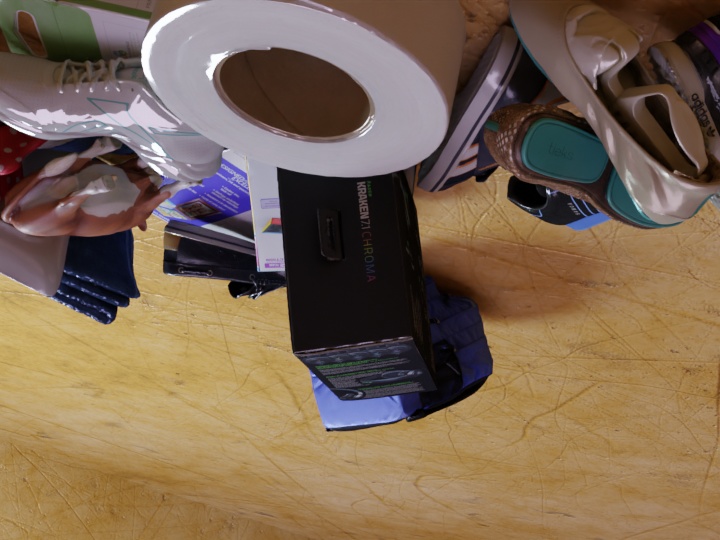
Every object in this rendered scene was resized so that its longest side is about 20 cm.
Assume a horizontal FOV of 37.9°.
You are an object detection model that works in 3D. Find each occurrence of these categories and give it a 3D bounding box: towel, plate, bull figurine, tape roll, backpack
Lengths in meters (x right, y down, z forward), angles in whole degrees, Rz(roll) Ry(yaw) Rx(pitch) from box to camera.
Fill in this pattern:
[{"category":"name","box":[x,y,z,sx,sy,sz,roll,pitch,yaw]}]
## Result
[{"category":"towel","box":[-0.275,-0.046,1.036,0.111,0.200,0.049,29,122,-34]},{"category":"plate","box":[-0.333,-0.098,0.929,0.200,0.200,0.032,32,128,-28]},{"category":"bull figurine","box":[-0.218,-0.070,0.920,0.121,0.065,0.200,-29,177,28]},{"category":"tape roll","box":[-0.035,-0.139,0.673,0.201,0.071,0.203,11,158,5]},{"category":"backpack","box":[0.059,0.091,1.244,0.162,0.169,0.200,-8,-176,45]}]

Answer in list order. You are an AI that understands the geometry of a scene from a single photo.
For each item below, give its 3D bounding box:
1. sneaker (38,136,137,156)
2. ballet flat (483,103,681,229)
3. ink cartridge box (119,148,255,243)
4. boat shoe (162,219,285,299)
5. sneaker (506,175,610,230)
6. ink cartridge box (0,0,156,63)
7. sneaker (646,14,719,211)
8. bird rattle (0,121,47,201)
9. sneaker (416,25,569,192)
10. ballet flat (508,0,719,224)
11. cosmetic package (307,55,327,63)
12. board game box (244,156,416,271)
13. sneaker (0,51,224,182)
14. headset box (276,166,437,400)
[{"category":"sneaker","box":[-0.209,-0.148,0.932,0.199,0.079,0.089,-7,172,29]},{"category":"ballet flat","box":[0.170,-0.082,0.779,0.199,0.071,0.065,19,-170,-36]},{"category":"ink cartridge box","box":[-0.115,-0.076,1.076,0.199,0.044,0.198,-11,150,38]},{"category":"boat shoe","box":[-0.114,0.001,1.098,0.199,0.063,0.075,16,179,-22]},{"category":"sneaker","box":[0.200,-0.084,0.882,0.078,0.070,0.200,14,158,-20]},{"category":"ink cartridge box","box":[-0.173,-0.190,0.813,0.199,0.060,0.104,11,158,0]},{"category":"sneaker","box":[0.287,-0.104,0.756,0.099,0.070,0.200,-32,129,7]},{"category":"bird rattle","box":[-0.355,-0.138,0.849,0.163,0.201,0.112,-24,-171,-38]},{"category":"sneaker","box":[0.108,-0.112,0.847,0.079,0.079,0.200,21,155,-9]},{"category":"ballet flat","box":[0.177,-0.124,0.705,0.200,0.069,0.069,54,148,-3]},{"category":"cosmetic package","box":[0.016,-0.174,0.751,0.101,0.072,0.200,8,158,6]},{"category":"board game box","box":[-0.028,-0.069,0.979,0.152,0.040,0.200,-1,148,-3]},{"category":"sneaker","box":[-0.193,-0.136,0.803,0.199,0.071,0.080,15,143,-16]},{"category":"headset box","box":[0.000,0.000,0.851,0.092,0.175,0.200,-8,162,7]}]
